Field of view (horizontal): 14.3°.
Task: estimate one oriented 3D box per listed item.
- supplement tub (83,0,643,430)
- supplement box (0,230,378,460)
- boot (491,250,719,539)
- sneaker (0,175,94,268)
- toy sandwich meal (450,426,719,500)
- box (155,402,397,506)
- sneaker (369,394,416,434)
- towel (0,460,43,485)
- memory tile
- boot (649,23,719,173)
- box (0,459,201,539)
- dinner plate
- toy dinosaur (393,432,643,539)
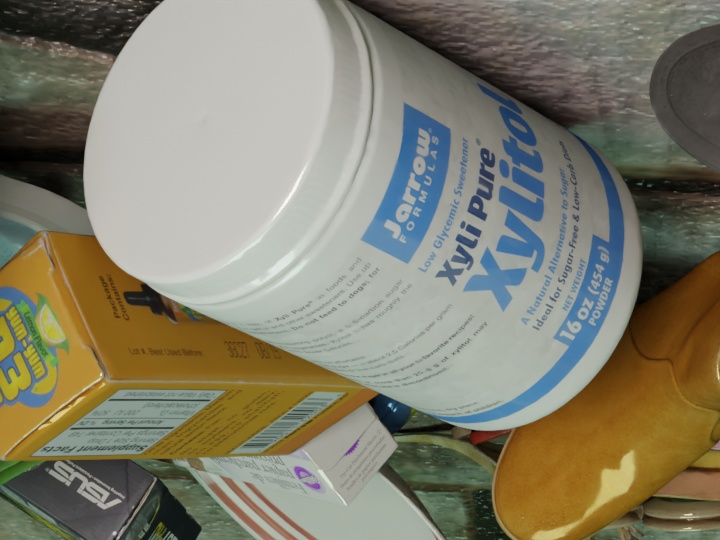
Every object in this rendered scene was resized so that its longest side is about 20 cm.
[{"bbox_3d":[0.005,-0.024,1.118,0.132,0.132,0.200,-12,155,38],"label":"supplement tub"},{"bbox_3d":[-0.074,0.032,1.142,0.069,0.067,0.200,-35,159,24],"label":"supplement box"},{"bbox_3d":[0.134,0.045,1.196,0.071,0.201,0.144,45,-179,-2],"label":"boot"},{"bbox_3d":[-0.178,0.001,1.216,0.200,0.082,0.074,22,155,7],"label":"sneaker"},{"bbox_3d":[0.142,0.081,1.382,0.205,0.070,0.205,-5,180,0],"label":"toy sandwich meal"},{"bbox_3d":[-0.064,0.068,1.319,0.200,0.041,0.039,9,141,53],"label":"box"},{"bbox_3d":[-0.026,0.045,1.423,0.083,0.071,0.200,46,158,-10],"label":"sneaker"},{"bbox_3d":[-0.217,0.032,1.226,0.200,0.031,0.149,34,-153,17],"label":"towel"},{"bbox_3d":[0.195,0.109,1.482,0.153,0.017,0.200,-1,-175,25],"label":"memory tile"},{"bbox_3d":[0.206,-0.051,1.112,0.188,0.069,0.200,1,177,6],"label":"boot"},{"bbox_3d":[-0.177,0.078,1.389,0.200,0.049,0.161,32,169,10],"label":"box"},{"bbox_3d":[-0.020,0.108,1.406,0.200,0.024,0.200,34,158,16],"label":"dinner plate"},{"bbox_3d":[0.094,0.113,1.557,0.101,0.058,0.200,27,-179,-33],"label":"toy dinosaur"}]
